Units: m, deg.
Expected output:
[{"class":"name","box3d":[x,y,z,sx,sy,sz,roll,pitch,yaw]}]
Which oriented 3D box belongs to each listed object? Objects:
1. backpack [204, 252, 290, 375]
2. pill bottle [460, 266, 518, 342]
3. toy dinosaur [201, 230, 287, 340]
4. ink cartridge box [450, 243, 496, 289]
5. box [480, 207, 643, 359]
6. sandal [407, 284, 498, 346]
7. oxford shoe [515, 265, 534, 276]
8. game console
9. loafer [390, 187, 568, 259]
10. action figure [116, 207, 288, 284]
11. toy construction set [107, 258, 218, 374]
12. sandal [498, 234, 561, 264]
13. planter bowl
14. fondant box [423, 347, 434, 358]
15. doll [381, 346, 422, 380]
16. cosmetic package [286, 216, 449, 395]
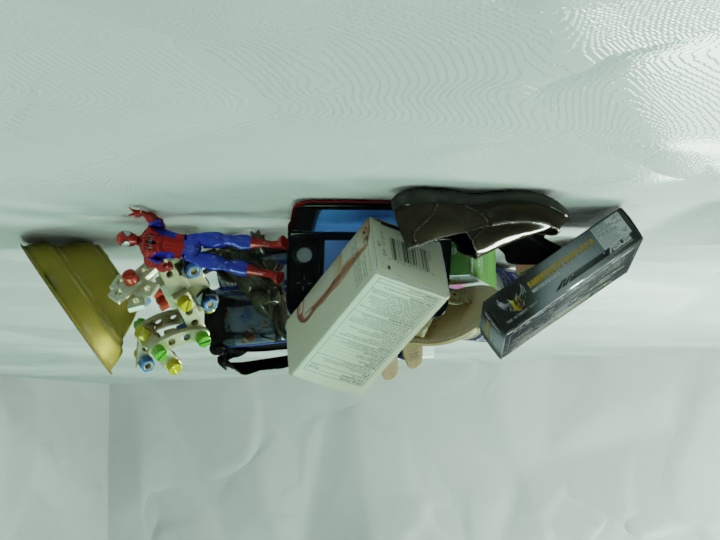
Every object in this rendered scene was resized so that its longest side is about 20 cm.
[{"class":"backpack","box3d":[-0.114,0.051,1.792,0.188,0.156,0.200,3,-176,-10]},{"class":"pill bottle","box3d":[0.155,0.045,1.905,0.199,0.112,0.110,8,168,-44]},{"class":"toy dinosaur","box3d":[-0.126,0.015,1.656,0.200,0.077,0.102,39,164,13]},{"class":"ink cartridge box","box3d":[0.102,-0.013,1.695,0.103,0.060,0.200,-2,171,18]},{"class":"box","box3d":[0.235,0.019,1.580,0.199,0.049,0.158,-34,167,-4]},{"class":"sandal","box3d":[0.067,0.052,1.679,0.210,0.078,0.070,-18,137,29]},{"class":"oxford shoe","box3d":[0.269,0.011,1.816,0.070,0.075,0.200,1,171,-11]},{"class":"game console","box3d":[0.016,-0.010,1.538,0.198,0.174,0.119,0,-162,-6]},{"class":"loafer","box3d":[0.128,-0.046,1.436,0.198,0.072,0.073,1,171,-12]},{"class":"action figure","box3d":[-0.190,-0.027,1.500,0.198,0.066,0.099,7,178,12]},{"class":"toy construction set","box3d":[-0.243,0.040,1.625,0.130,0.092,0.201,-30,149,-10]},{"class":"sandal","box3d":[0.194,-0.043,1.574,0.074,0.046,0.200,-6,164,23]},{"class":"planter bowl","box3d":[-0.341,0.027,1.686,0.083,0.201,0.200,-36,177,-11]},{"class":"fondant box","box3d":[-0.004,0.100,2.038,0.143,0.059,0.199,1,-179,-43]},{"class":"doll","box3d":[0.016,0.094,1.850,0.136,0.049,0.200,-23,-157,-21]},{"class":"cosmetic package","box3d":[0.005,0.044,1.518,0.103,0.088,0.200,19,132,-26]}]
